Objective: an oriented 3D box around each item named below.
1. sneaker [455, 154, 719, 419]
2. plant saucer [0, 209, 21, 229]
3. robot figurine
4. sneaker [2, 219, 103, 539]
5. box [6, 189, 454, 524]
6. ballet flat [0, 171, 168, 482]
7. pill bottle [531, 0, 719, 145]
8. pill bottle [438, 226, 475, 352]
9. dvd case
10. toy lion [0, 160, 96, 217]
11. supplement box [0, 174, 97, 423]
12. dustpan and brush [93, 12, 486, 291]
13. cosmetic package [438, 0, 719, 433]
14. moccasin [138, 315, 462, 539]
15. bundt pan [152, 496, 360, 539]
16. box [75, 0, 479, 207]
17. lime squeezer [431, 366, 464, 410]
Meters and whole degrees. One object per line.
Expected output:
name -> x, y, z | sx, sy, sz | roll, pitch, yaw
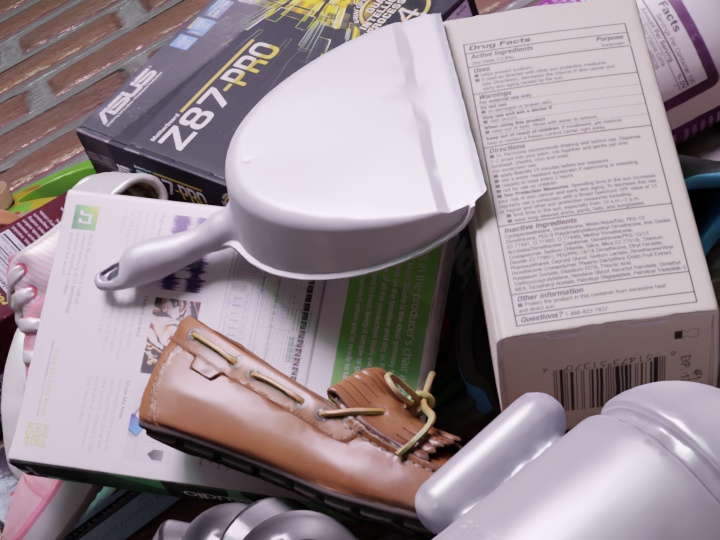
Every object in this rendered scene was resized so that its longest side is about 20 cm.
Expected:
sneaker -> 0.122, -0.001, 1.072 | 0.082, 0.073, 0.200 | 2, 40, 45
plant saucer -> -0.272, 0.048, 1.324 | 0.200, 0.200, 0.032 | -37, 64, -19
robot figurine -> 0.097, 0.119, 0.798 | 0.200, 0.113, 0.170 | -37, 62, -17
sneaker -> -0.159, 0.052, 1.123 | 0.200, 0.105, 0.075 | -60, 1, -9
box -> -0.062, 0.042, 1.046 | 0.200, 0.036, 0.145 | 7, 74, 14
ballet flat -> -0.152, 0.027, 1.198 | 0.069, 0.069, 0.200 | -11, 56, 37
pill bottle -> 0.156, -0.121, 1.230 | 0.200, 0.112, 0.112 | -28, 23, 0
pill bottle -> 0.000, 0.000, 1.135 | 0.120, 0.120, 0.200 | 3, 53, 52
dvd case -> -0.151, 0.105, 1.234 | 0.146, 0.022, 0.200 | -36, 24, -15
toy lion -> -0.184, -0.049, 1.555 | 0.192, 0.069, 0.200 | -29, 21, -17
supplement box -> -0.170, 0.005, 1.312 | 0.200, 0.109, 0.061 | -32, 63, -27
dustpan and brush -> -0.041, -0.036, 1.019 | 0.200, 0.057, 0.140 | -16, 47, 5
cosmetic package -> 0.101, -0.026, 1.007 | 0.103, 0.087, 0.200 | -7, 51, 2
moccasin -> -0.001, 0.072, 0.972 | 0.201, 0.074, 0.078 | 19, 82, 24
bundt pan -> -0.073, 0.173, 0.933 | 0.202, 0.076, 0.202 | -25, 23, 11
box -> -0.046, -0.111, 1.274 | 0.161, 0.049, 0.200 | 20, 56, 39
lime squeezer -> 0.090, -0.001, 1.126 | 0.038, 0.071, 0.200 | 21, 82, 30
